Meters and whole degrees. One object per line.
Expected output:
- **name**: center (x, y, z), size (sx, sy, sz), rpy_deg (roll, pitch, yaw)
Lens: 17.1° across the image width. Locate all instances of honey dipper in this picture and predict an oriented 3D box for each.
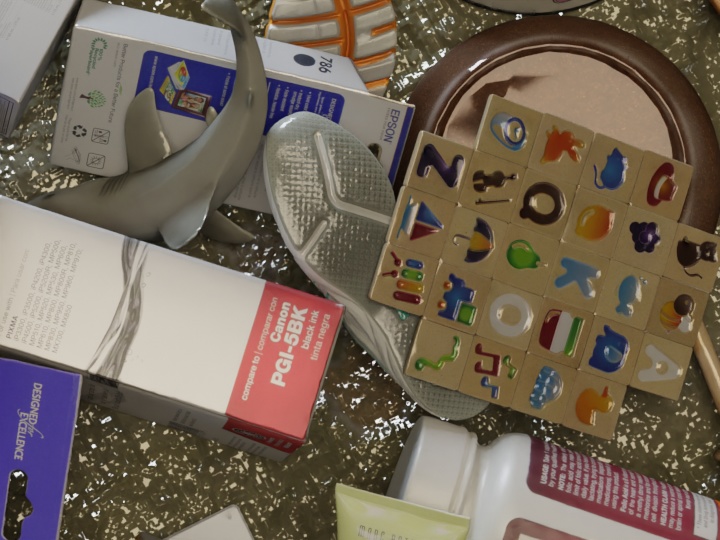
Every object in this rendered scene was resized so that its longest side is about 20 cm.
- **honey dipper**: center (0.208, 0.051, 1.430), size (0.038, 0.038, 0.200), rpy_deg (-19, 84, -7)

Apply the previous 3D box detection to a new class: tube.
- **tube**: center (0.013, 0.211, 1.336), size (0.058, 0.052, 0.200), rpy_deg (-6, 120, -22)

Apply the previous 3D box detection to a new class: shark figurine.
- **shark figurine**: center (-0.091, -0.060, 1.331), size (0.128, 0.090, 0.215), rpy_deg (27, 126, -16)

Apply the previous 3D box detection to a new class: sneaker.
- **sneaker**: center (-0.022, -0.176, 1.409), size (0.078, 0.077, 0.200), rpy_deg (-5, 104, -1)
- **sneaker**: center (0.000, 0.000, 1.373), size (0.070, 0.080, 0.200), rpy_deg (-35, 103, -14)

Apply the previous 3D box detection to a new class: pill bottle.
- **pill bottle**: center (0.113, 0.160, 1.369), size (0.200, 0.114, 0.114), rpy_deg (20, 83, -3)

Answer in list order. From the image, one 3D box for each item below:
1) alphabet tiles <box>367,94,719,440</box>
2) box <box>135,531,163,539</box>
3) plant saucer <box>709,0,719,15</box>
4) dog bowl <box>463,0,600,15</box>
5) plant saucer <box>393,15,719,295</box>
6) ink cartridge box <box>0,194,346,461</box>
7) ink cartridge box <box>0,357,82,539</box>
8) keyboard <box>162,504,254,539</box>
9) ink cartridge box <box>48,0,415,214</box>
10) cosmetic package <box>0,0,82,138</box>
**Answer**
- **alphabet tiles**: center (0.108, -0.001, 1.365), size (0.200, 0.006, 0.167), rpy_deg (18, 85, -18)
- **box**: center (-0.096, 0.239, 1.291), size (0.106, 0.200, 0.152), rpy_deg (24, 86, -8)
- **plant saucer**: center (0.292, -0.212, 1.457), size (0.200, 0.037, 0.200), rpy_deg (0, 85, -6)
- **dog bowl**: center (0.105, -0.257, 1.425), size (0.200, 0.074, 0.200), rpy_deg (1, 84, -6)
- **plant saucer**: center (0.115, -0.057, 1.416), size (0.200, 0.034, 0.200), rpy_deg (0, 81, 2)
- **ink cartridge box**: center (-0.120, 0.035, 1.340), size (0.200, 0.147, 0.083), rpy_deg (18, 80, -5)
- **ink cartridge box**: center (-0.261, 0.119, 1.304), size (0.200, 0.043, 0.198), rpy_deg (13, 122, 3)
- **keyboard**: center (-0.149, 0.205, 1.393), size (0.200, 0.011, 0.056), rpy_deg (-26, 83, -8)
- **ink cartridge box**: center (-0.074, -0.087, 1.385), size (0.200, 0.039, 0.100), rpy_deg (14, 125, -4)
- **cosmetic package**: center (-0.192, -0.179, 1.369), size (0.083, 0.051, 0.200), rpy_deg (27, 62, -5)
